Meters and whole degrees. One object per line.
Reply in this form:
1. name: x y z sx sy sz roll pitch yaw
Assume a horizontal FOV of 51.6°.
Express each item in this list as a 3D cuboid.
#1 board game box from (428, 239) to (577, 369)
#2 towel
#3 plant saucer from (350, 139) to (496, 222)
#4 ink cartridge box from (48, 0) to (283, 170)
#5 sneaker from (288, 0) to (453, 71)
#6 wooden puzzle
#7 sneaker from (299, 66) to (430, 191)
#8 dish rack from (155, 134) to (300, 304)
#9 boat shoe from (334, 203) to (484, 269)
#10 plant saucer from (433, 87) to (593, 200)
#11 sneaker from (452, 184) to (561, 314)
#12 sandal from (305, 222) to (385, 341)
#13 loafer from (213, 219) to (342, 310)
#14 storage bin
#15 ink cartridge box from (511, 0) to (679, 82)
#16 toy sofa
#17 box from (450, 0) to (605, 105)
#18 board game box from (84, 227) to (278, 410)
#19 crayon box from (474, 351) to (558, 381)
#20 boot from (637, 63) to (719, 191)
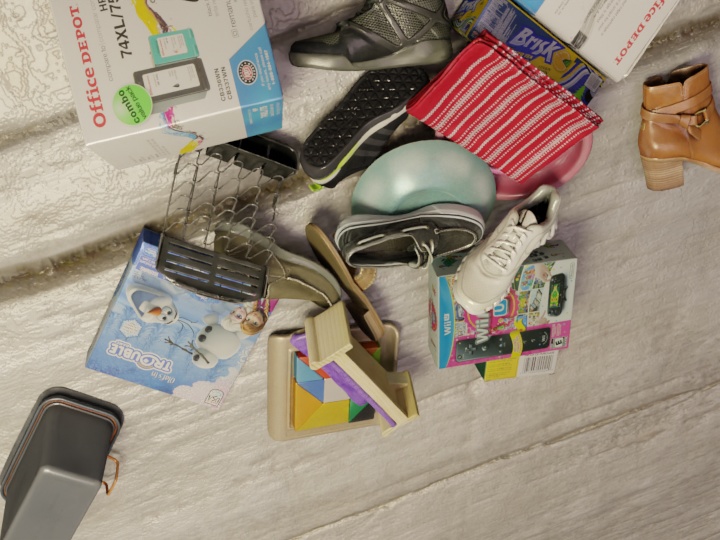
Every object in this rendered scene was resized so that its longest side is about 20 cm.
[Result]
1. board game box: 0.193 0.047 1.036 0.194 0.065 0.151 -7 118 -7
2. towel: 0.166 -0.181 0.870 0.197 0.023 0.144 26 142 -24
3. plant saucer: 0.086 -0.076 0.976 0.195 0.039 0.204 -4 135 -4
4. ink cartridge box: -0.191 -0.209 0.773 0.195 0.146 0.151 -15 91 -7
5. sneaker: 0.009 -0.290 0.858 0.193 0.076 0.117 -9 109 -5
6. wooden puzzle: -0.040 0.171 1.110 0.194 0.037 0.190 -3 119 -14
7. sneaker: 0.005 -0.178 0.933 0.198 0.072 0.083 -38 155 2
8. dish rack: -0.158 -0.068 0.876 0.150 0.205 0.054 16 157 -23
9. boat shoe: 0.067 -0.031 0.937 0.194 0.072 0.073 -7 135 -7
10. plant saucer: 0.191 -0.172 0.942 0.194 0.052 0.203 6 145 4
11. sneaker: 0.187 -0.032 0.944 0.201 0.075 0.081 -49 168 -20
12. sandal: -0.003 -0.002 1.019 0.069 0.077 0.214 -39 125 -16
13. loafer: -0.112 0.008 0.967 0.197 0.075 0.071 29 70 -27
14. storage bin: -0.407 0.294 1.016 0.143 0.135 0.202 25 110 -25
15. ink cartridge box: 0.273 -0.347 0.892 0.197 0.085 0.146 27 108 -26
16. toy sofa: -0.008 0.145 1.020 0.096 0.084 0.201 -29 130 14
17. box: 0.208 -0.271 0.923 0.197 0.070 0.065 28 109 -27
18. board game box: -0.237 0.072 0.998 0.196 0.044 0.202 22 111 -25
19. crayon box: 0.247 0.065 1.125 0.123 0.051 0.205 -4 119 -13
20. boot: 0.478 -0.213 1.039 0.195 0.077 0.159 -15 117 1
